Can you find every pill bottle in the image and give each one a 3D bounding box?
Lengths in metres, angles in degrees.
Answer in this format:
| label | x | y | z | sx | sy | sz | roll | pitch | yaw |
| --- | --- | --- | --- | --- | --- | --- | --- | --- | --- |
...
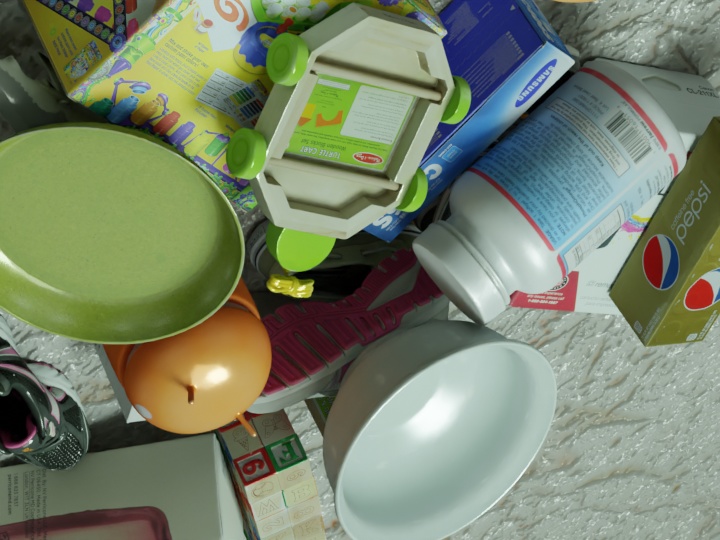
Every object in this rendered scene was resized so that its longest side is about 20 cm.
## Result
| label | x | y | z | sx | sy | sz | roll | pitch | yaw |
| --- | --- | --- | --- | --- | --- | --- | --- | --- | --- |
| pill bottle | 0.138 | -0.055 | 1.687 | 0.200 | 0.109 | 0.109 | -41 | 144 | -9 |

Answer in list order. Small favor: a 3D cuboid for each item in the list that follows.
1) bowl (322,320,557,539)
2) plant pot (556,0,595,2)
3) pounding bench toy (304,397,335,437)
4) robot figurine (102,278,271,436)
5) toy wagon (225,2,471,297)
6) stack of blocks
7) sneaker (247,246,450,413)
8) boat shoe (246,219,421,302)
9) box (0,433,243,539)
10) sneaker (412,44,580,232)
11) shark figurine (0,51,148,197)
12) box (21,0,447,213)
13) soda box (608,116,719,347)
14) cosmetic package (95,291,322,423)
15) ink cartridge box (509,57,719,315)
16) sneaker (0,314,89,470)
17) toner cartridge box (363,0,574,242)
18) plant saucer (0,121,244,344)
| label | x | y | z | sx | sy | sz | roll | pitch | yaw |
| --- | --- | --- | --- | --- | --- | --- | --- | --- | --- |
| bowl | 0.044 | 0.109 | 1.723 | 0.200 | 0.090 | 0.202 | -23 | 136 | -24 |
| plant pot | 0.150 | -0.301 | 1.511 | 0.198 | 0.141 | 0.201 | -18 | 142 | -15 |
| pounding bench toy | 0.065 | 0.147 | 1.918 | 0.124 | 0.201 | 0.156 | -39 | 141 | 13 |
| robot figurine | -0.136 | 0.035 | 1.656 | 0.116 | 0.201 | 0.145 | -13 | 141 | -21 |
| toy wagon | -0.018 | -0.077 | 1.503 | 0.154 | 0.040 | 0.201 | 10 | 114 | -40 |
| stack of blocks | -0.079 | 0.181 | 1.933 | 0.058 | 0.116 | 0.201 | -22 | 143 | -9 |
| sneaker | -0.007 | 0.066 | 1.766 | 0.199 | 0.081 | 0.089 | -25 | 134 | -11 |
| boat shoe | 0.000 | 0.000 | 1.821 | 0.199 | 0.062 | 0.072 | 1 | 134 | -34 |
| box | -0.200 | 0.227 | 1.866 | 0.198 | 0.110 | 0.128 | -9 | 141 | 3 |
| sneaker | 0.113 | -0.093 | 1.779 | 0.078 | 0.077 | 0.201 | 12 | 125 | -39 |
| shark figurine | -0.226 | -0.094 | 1.503 | 0.089 | 0.128 | 0.214 | -44 | 142 | 9 |
| box | -0.084 | -0.175 | 1.515 | 0.192 | 0.122 | 0.200 | -40 | 141 | 14 |
| soda box | 0.281 | -0.031 | 1.833 | 0.067 | 0.064 | 0.201 | -5 | 136 | -34 |
| cosmetic package | -0.104 | 0.066 | 1.812 | 0.198 | 0.083 | 0.051 | -5 | 136 | -28 |
| ink cartridge box | 0.204 | -0.065 | 1.865 | 0.145 | 0.083 | 0.201 | 4 | 131 | -37 |
| sneaker | -0.268 | 0.114 | 1.754 | 0.080 | 0.087 | 0.200 | -32 | 144 | 6 |
| toner cartridge box | 0.060 | -0.124 | 1.692 | 0.200 | 0.095 | 0.043 | -44 | 142 | 18 |
| plant saucer | -0.174 | -0.030 | 1.507 | 0.198 | 0.031 | 0.201 | 3 | 135 | 3 |
